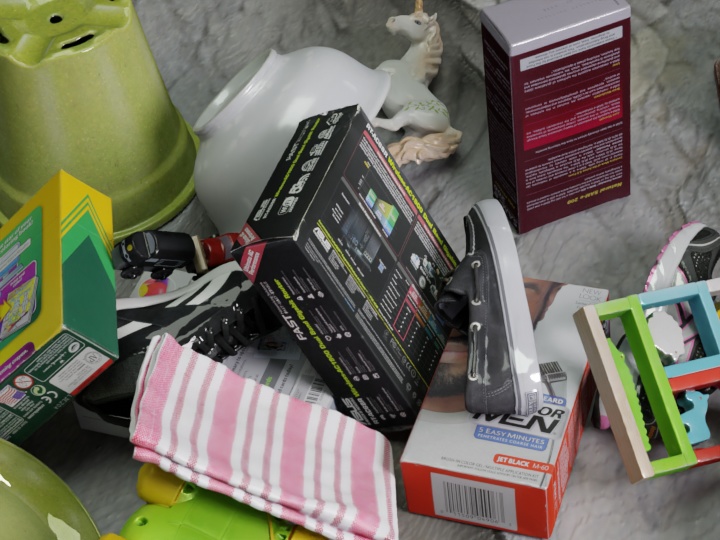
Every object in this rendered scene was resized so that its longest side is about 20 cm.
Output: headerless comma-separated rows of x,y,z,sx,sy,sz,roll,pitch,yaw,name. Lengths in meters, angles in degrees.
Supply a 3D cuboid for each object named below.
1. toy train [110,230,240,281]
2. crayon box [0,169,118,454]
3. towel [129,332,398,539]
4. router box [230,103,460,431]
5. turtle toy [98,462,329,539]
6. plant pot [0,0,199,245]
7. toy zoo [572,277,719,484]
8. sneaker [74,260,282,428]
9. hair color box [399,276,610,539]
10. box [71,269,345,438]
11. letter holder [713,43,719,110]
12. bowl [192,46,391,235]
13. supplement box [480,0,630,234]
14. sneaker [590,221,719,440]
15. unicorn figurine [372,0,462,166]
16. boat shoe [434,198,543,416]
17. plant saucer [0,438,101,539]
-0.104,-0.013,1.344,0.200,0.046,0.034,2,62,-44,toy train
-0.268,0.049,1.313,0.200,0.058,0.173,-39,37,25,crayon box
-0.062,0.119,1.194,0.200,0.030,0.146,23,22,-11,towel
0.000,0.000,1.297,0.062,0.200,0.150,-11,37,34,router box
-0.100,0.197,1.185,0.145,0.101,0.200,28,48,2,turtle toy
-0.247,-0.151,1.500,0.200,0.185,0.201,-3,45,3,plant pot
0.262,0.071,1.257,0.199,0.020,0.132,-10,73,-24,toy zoo
-0.119,0.065,1.295,0.199,0.073,0.112,-16,47,3,sneaker
0.112,0.095,1.289,0.111,0.064,0.200,8,45,17,hair color box
-0.104,0.075,1.355,0.199,0.041,0.156,10,46,16,box
0.416,-0.187,1.509,0.199,0.101,0.142,-2,43,6,letter holder
-0.075,-0.119,1.433,0.201,0.090,0.201,-43,14,14,bowl
0.162,-0.135,1.417,0.109,0.200,0.061,-19,44,-12,supplement box
0.246,0.056,1.316,0.086,0.080,0.200,23,59,12,sneaker
0.032,-0.162,1.566,0.137,0.074,0.200,-19,62,-13,unicorn figurine
0.088,0.027,1.276,0.066,0.070,0.200,-8,51,0,boat shoe
-0.262,0.195,1.189,0.200,0.031,0.200,33,29,-21,plant saucer
